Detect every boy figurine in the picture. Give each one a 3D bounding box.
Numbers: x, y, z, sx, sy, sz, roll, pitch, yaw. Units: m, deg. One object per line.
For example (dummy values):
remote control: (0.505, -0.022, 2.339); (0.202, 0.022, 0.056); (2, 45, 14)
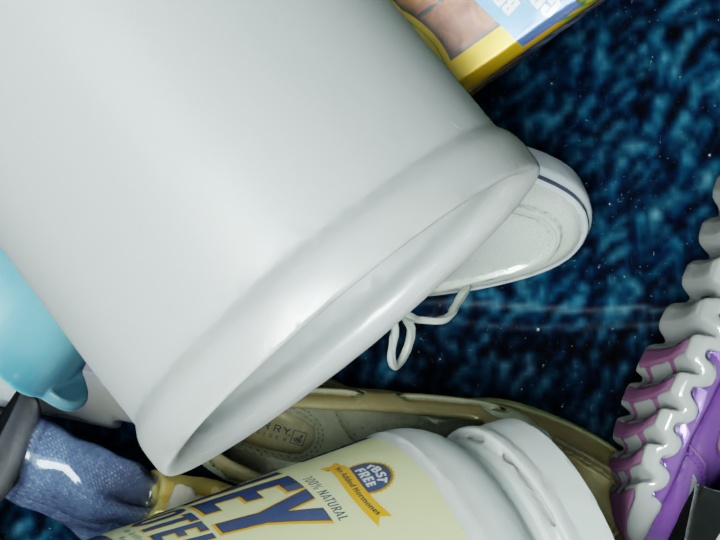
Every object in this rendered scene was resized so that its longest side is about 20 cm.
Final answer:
boy figurine: (-0.072, 0.120, 1.023); (0.199, 0.124, 0.065); (30, 64, -13)

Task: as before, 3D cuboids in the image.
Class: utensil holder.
utensil holder: (-0.064, -0.057, 0.864); (0.170, 0.170, 0.200); (-41, 81, 9)

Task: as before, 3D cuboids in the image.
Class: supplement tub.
supplement tub: (-0.012, 0.144, 0.914); (0.199, 0.145, 0.146); (-18, 93, -22)

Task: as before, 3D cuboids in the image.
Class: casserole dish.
casserole dish: (-0.158, -0.036, 0.938); (0.039, 0.121, 0.200); (-39, 89, 10)

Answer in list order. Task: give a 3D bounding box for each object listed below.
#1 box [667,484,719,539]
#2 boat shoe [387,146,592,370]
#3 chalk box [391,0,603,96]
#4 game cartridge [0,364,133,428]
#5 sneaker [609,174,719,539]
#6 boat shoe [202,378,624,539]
box: (0.197, 0.191, 0.910); (0.199, 0.086, 0.164); (14, 54, 3)
boat shoe: (0.000, -0.004, 0.987); (0.201, 0.086, 0.075); (0, 128, -9)
chalk box: (0.026, -0.132, 0.975); (0.200, 0.124, 0.125); (-36, 90, 9)
game cartridge: (-0.159, -0.008, 1.057); (0.199, 0.038, 0.130); (11, 100, 6)
sneaker: (0.168, 0.027, 0.991); (0.088, 0.080, 0.201); (25, 87, -8)
boat shoe: (0.023, 0.083, 1.018); (0.200, 0.063, 0.074); (18, 96, -5)
